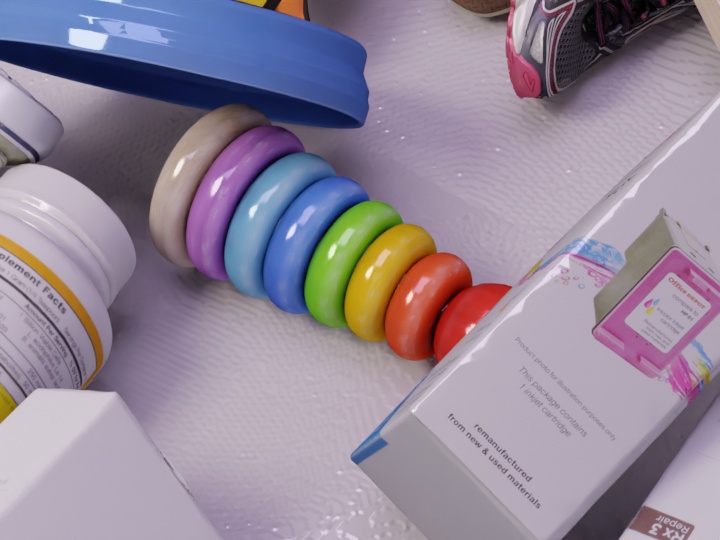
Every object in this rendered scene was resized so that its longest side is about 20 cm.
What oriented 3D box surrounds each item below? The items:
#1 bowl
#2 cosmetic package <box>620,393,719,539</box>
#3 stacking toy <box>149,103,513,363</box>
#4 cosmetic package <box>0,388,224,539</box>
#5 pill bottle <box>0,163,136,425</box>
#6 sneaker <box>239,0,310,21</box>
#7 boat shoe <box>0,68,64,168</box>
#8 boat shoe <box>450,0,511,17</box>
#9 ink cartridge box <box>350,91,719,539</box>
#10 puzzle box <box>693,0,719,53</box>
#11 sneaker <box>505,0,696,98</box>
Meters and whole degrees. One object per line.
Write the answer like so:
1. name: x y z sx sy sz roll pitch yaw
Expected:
1. bowl: -0.092 -0.107 1.410 0.200 0.201 0.039 10 88 17
2. cosmetic package: 0.150 0.144 1.187 0.102 0.074 0.200 21 54 25
3. stacking toy: 0.000 0.000 1.378 0.200 0.085 0.085 30 59 24
4. cosmetic package: -0.158 0.151 1.243 0.200 0.102 0.074 -45 25 -29
5. pill bottle: -0.188 0.046 1.342 0.109 0.109 0.200 21 55 24
6. sneaker: -0.026 -0.200 1.513 0.090 0.070 0.200 39 55 -15
7. boat shoe: -0.204 -0.068 1.438 0.062 0.072 0.200 -53 23 -12
8. boat shoe: 0.113 -0.208 1.549 0.072 0.076 0.200 44 82 -3
9. ink cartridge box: 0.102 0.030 1.258 0.200 0.145 0.085 -44 89 -16
10. puzzle box: 0.258 -0.157 1.458 0.200 0.025 0.133 -18 71 -18
11. sneaker: 0.146 -0.154 1.484 0.075 0.081 0.200 32 60 28
